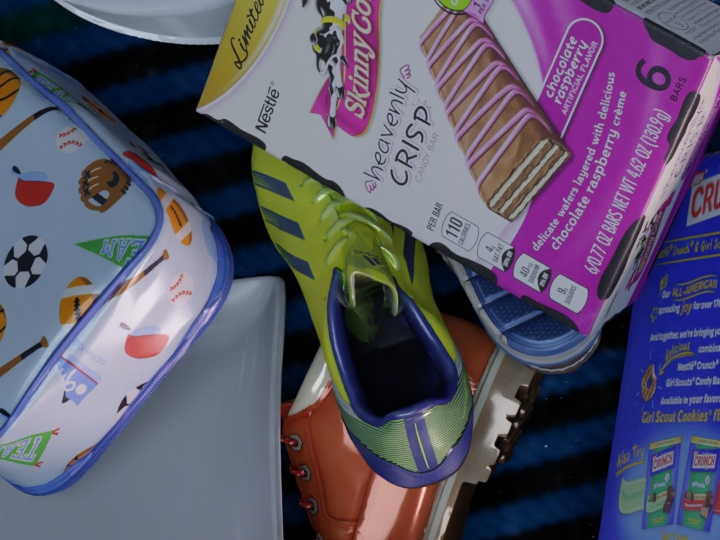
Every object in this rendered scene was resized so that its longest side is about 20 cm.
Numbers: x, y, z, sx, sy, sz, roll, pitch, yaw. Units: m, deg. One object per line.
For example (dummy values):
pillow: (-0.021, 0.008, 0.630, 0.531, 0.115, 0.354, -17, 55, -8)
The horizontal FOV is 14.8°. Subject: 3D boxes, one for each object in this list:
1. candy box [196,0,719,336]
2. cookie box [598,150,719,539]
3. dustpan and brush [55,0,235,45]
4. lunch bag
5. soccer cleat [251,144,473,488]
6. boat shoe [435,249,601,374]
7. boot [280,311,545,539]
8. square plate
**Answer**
candy box: (0.045, -0.083, 1.150, 0.200, 0.061, 0.137, 30, 118, 17)
cookie box: (0.176, 0.051, 1.177, 0.075, 0.171, 0.200, 11, 83, -18)
dustpan and brush: (-0.025, -0.151, 1.238, 0.200, 0.057, 0.140, 18, 83, 23)
lunch bag: (-0.159, -0.004, 1.221, 0.160, 0.076, 0.200, -52, 50, 5)
soccer cleat: (0.001, 0.000, 1.216, 0.065, 0.084, 0.200, -20, 60, -3)
boat shoe: (0.049, -0.040, 1.242, 0.072, 0.072, 0.200, -20, 69, -1)
boot: (0.000, 0.108, 1.275, 0.107, 0.075, 0.200, 24, 94, 8)
square plate: (-0.130, 0.084, 1.230, 0.200, 0.198, 0.028, -7, 130, 5)
